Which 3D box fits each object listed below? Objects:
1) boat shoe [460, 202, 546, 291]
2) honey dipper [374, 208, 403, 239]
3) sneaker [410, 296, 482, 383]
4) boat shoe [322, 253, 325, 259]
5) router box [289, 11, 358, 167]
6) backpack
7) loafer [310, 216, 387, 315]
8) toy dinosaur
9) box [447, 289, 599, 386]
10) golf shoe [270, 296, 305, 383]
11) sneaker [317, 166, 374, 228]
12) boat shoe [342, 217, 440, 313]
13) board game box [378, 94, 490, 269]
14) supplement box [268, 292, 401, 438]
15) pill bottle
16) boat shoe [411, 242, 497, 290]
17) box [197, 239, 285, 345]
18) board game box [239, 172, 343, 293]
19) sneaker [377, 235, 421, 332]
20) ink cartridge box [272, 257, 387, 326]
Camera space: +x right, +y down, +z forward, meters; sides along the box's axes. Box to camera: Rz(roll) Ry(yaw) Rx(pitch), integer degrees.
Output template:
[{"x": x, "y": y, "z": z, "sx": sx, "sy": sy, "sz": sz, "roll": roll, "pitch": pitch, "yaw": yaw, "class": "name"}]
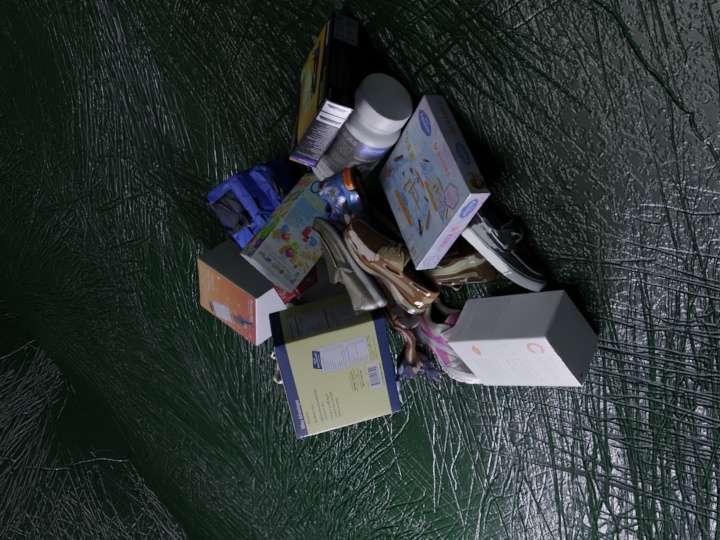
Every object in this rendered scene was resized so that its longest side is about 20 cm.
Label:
[{"x": 0.230, "y": -0.051, "z": 1.220, "sx": 0.200, "sy": 0.072, "sz": 0.068, "roll": 44, "pitch": 118, "yaw": 10, "class": "boat shoe"}, {"x": 0.029, "y": -0.107, "z": 1.414, "sx": 0.200, "sy": 0.038, "sz": 0.038, "roll": 40, "pitch": 139, "yaw": 12, "class": "honey dipper"}, {"x": 0.170, "y": 0.126, "z": 1.393, "sx": 0.200, "sy": 0.081, "sz": 0.089, "roll": 39, "pitch": 140, "yaw": 18, "class": "sneaker"}, {"x": 0.000, "y": 0.000, "z": 1.460, "sx": 0.072, "sy": 0.063, "sz": 0.200, "roll": 33, "pitch": 172, "yaw": 40, "class": "boat shoe"}, {"x": -0.060, "y": -0.297, "z": 1.252, "sx": 0.052, "sy": 0.202, "sz": 0.157, "roll": 16, "pitch": 145, "yaw": -20, "class": "router box"}, {"x": -0.185, "y": -0.109, "z": 1.528, "sx": 0.167, "sy": 0.162, "sz": 0.201, "roll": -29, "pitch": 93, "yaw": 31, "class": "backpack"}, {"x": -0.033, "y": -0.007, "z": 1.324, "sx": 0.069, "sy": 0.075, "sz": 0.201, "roll": -37, "pitch": 76, "yaw": 7, "class": "loafer"}, {"x": 0.110, "y": 0.172, "z": 1.450, "sx": 0.182, "sy": 0.104, "sz": 0.202, "roll": -115, "pitch": 18, "yaw": -77, "class": "toy dinosaur"}, {"x": 0.265, "y": 0.115, "z": 1.247, "sx": 0.199, "sy": 0.098, "sz": 0.125, "roll": -8, "pitch": 132, "yaw": 48, "class": "box"}, {"x": -0.129, "y": 0.143, "z": 1.478, "sx": 0.077, "sy": 0.088, "sz": 0.201, "roll": 33, "pitch": 139, "yaw": 31, "class": "golf shoe"}, {"x": -0.021, "y": -0.108, "z": 1.334, "sx": 0.078, "sy": 0.076, "sz": 0.201, "roll": -7, "pitch": 144, "yaw": 13, "class": "sneaker"}, {"x": 0.059, "y": -0.017, "z": 1.293, "sx": 0.200, "sy": 0.076, "sz": 0.074, "roll": 44, "pitch": 130, "yaw": -11, "class": "boat shoe"}, {"x": 0.112, "y": -0.140, "z": 1.228, "sx": 0.200, "sy": 0.041, "sz": 0.202, "roll": -57, "pitch": 46, "yaw": 50, "class": "board game box"}, {"x": -0.048, "y": 0.168, "z": 1.393, "sx": 0.134, "sy": 0.198, "sz": 0.202, "roll": -115, "pitch": 12, "yaw": -66, "class": "supplement box"}, {"x": 0.000, "y": -0.233, "z": 1.286, "sx": 0.114, "sy": 0.113, "sz": 0.200, "roll": 51, "pitch": 142, "yaw": 5, "class": "pill bottle"}, {"x": 0.153, "y": 0.005, "z": 1.334, "sx": 0.201, "sy": 0.075, "sz": 0.075, "roll": -8, "pitch": 119, "yaw": 49, "class": "boat shoe"}, {"x": -0.276, "y": 0.050, "z": 1.778, "sx": 0.199, "sy": 0.106, "sz": 0.153, "roll": 31, "pitch": 135, "yaw": 27, "class": "box"}, {"x": -0.116, "y": -0.073, "z": 1.413, "sx": 0.105, "sy": 0.201, "sz": 0.103, "roll": 42, "pitch": 170, "yaw": -19, "class": "board game box"}, {"x": 0.047, "y": 0.026, "z": 1.427, "sx": 0.077, "sy": 0.077, "sz": 0.202, "roll": 125, "pitch": 130, "yaw": -62, "class": "sneaker"}, {"x": -0.060, "y": 0.072, "z": 1.539, "sx": 0.201, "sy": 0.145, "sz": 0.083, "roll": 58, "pitch": 144, "yaw": -3, "class": "ink cartridge box"}]
